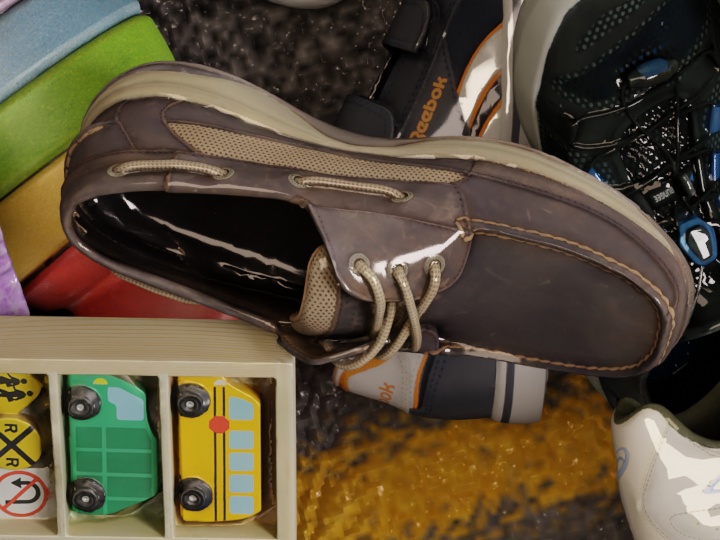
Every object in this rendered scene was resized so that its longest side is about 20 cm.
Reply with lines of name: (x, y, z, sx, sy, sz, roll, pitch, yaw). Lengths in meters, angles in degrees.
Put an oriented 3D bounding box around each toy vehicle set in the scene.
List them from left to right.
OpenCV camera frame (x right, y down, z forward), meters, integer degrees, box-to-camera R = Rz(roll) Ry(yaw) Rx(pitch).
toy vehicle set: (-0.083, 0.106, 0.940, 0.124, 0.027, 0.201, 0, 121, 0)

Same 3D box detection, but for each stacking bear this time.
stacking bear: (-0.095, -0.036, 0.977, 0.114, 0.121, 0.200, -36, 91, 19)

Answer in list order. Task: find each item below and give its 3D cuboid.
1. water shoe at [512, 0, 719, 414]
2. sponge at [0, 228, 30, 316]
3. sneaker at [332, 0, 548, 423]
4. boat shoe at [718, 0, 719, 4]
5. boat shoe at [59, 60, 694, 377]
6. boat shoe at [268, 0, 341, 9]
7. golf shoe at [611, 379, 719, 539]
water shoe: (0.102, -0.019, 0.911, 0.071, 0.200, 0.079, -28, 46, -12)
sponge: (-0.203, 0.034, 0.914, 0.199, 0.112, 0.030, -19, 48, -7)
sneaker: (0.026, -0.050, 0.975, 0.079, 0.078, 0.201, 2, 87, 1)
boat shoe: (0.137, -0.059, 0.971, 0.063, 0.073, 0.201, -25, 75, -21)
boat shoe: (0.000, 0.000, 0.878, 0.199, 0.073, 0.075, 14, 130, 11)
boat shoe: (-0.068, -0.175, 1.006, 0.069, 0.057, 0.200, -38, 82, 2)
golf shoe: (0.167, 0.036, 0.884, 0.199, 0.078, 0.098, -30, 101, -17)
